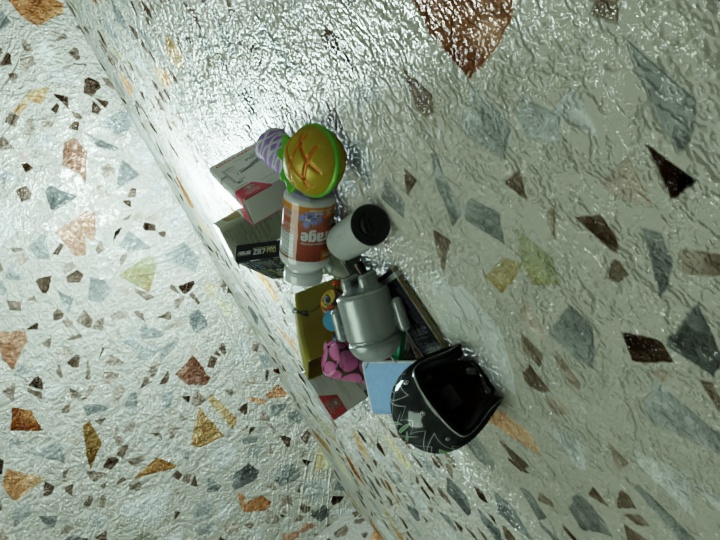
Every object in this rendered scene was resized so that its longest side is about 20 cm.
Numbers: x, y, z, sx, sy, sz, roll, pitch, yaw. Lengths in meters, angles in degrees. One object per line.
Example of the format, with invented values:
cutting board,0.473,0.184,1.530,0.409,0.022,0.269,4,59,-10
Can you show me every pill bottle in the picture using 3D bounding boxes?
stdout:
pill bottle,-0.114,-0.072,1.638,0.112,0.112,0.201,38,129,48

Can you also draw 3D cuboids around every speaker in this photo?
speaker,-0.007,-0.072,1.510,0.081,0.081,0.200,57,163,-2

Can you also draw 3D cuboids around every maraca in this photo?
maraca,-0.100,-0.205,1.456,0.200,0.107,0.138,3,98,53

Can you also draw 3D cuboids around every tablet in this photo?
tablet,0.103,0.251,1.649,0.199,0.014,0.131,-4,106,28

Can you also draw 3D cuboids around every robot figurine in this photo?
robot figurine,0.019,0.103,1.599,0.169,0.113,0.201,-11,97,28

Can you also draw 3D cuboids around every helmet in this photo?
helmet,0.149,0.252,1.463,0.200,0.190,0.200,50,163,22

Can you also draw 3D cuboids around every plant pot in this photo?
plant pot,-0.070,0.130,1.881,0.200,0.199,0.177,101,146,-70

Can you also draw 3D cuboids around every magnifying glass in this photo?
magnifying glass,0.077,0.176,1.666,0.079,0.022,0.201,-1,105,55

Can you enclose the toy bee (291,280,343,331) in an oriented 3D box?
toy bee,-0.050,0.082,1.730,0.199,0.109,0.131,20,-172,0

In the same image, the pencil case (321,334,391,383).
pencil case,0.012,0.206,1.742,0.199,0.091,0.094,15,-165,-27

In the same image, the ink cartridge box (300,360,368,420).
ink cartridge box,-0.033,0.270,2.000,0.147,0.200,0.083,57,167,1

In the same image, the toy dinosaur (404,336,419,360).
toy dinosaur,0.137,0.238,1.677,0.200,0.077,0.102,39,162,53

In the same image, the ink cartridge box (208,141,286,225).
ink cartridge box,-0.250,-0.209,1.830,0.200,0.146,0.083,39,155,45

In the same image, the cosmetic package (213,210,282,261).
cosmetic package,-0.248,-0.116,1.900,0.071,0.199,0.106,32,150,61

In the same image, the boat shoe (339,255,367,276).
boat shoe,0.000,0.000,1.690,0.067,0.057,0.201,-80,-34,-73

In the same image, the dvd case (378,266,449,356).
dvd case,0.105,0.090,1.601,0.200,0.016,0.149,56,164,2

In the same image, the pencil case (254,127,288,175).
pencil case,-0.141,-0.224,1.604,0.200,0.084,0.086,42,170,40

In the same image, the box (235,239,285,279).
box,-0.184,-0.025,1.853,0.200,0.160,0.049,32,-124,-66

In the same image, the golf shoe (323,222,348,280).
golf shoe,-0.069,-0.058,1.725,0.200,0.078,0.097,41,128,-13
